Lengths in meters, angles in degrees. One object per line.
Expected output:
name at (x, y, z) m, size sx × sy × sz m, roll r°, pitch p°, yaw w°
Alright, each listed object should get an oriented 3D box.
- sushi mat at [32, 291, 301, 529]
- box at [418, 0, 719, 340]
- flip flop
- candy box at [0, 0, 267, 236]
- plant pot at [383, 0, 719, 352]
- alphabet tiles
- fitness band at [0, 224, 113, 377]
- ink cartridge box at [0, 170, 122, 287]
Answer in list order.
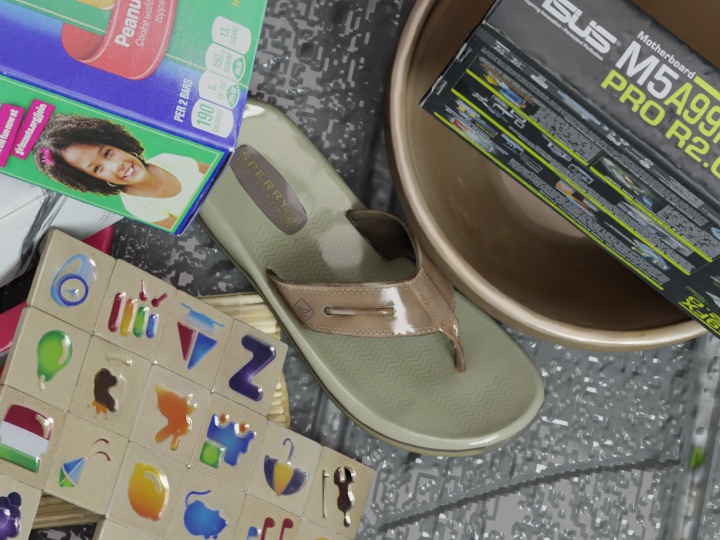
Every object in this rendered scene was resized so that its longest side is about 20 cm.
sushi mat at (-0.128, 0.064, 1.226) m, size 0.199 × 0.012 × 0.096 m, roll -5°, pitch 82°, yaw -9°
box at (0.124, -0.037, 1.110) m, size 0.200 × 0.160 × 0.044 m, roll 38°, pitch 80°, yaw 0°
flip flop at (0.000, 0.000, 1.227) m, size 0.081 × 0.058 × 0.200 m, roll -39°, pitch 85°, yaw -25°
candy box at (-0.137, -0.127, 1.099) m, size 0.199 × 0.077 × 0.170 m, roll 18°, pitch 55°, yaw -12°
plant pot at (0.104, -0.060, 1.239) m, size 0.200 × 0.093 × 0.202 m, roll 1°, pitch 81°, yaw -9°
alphabet tiles at (-0.078, 0.097, 1.174) m, size 0.200 × 0.008 × 0.168 m, roll 28°, pitch 72°, yaw -38°
fitness band at (-0.202, -0.010, 1.209) m, size 0.199 × 0.037 × 0.144 m, roll -27°, pitch 76°, yaw -13°
ink cartridge box at (-0.182, -0.063, 1.143) m, size 0.200 × 0.084 × 0.144 m, roll -31°, pitch 77°, yaw -32°
